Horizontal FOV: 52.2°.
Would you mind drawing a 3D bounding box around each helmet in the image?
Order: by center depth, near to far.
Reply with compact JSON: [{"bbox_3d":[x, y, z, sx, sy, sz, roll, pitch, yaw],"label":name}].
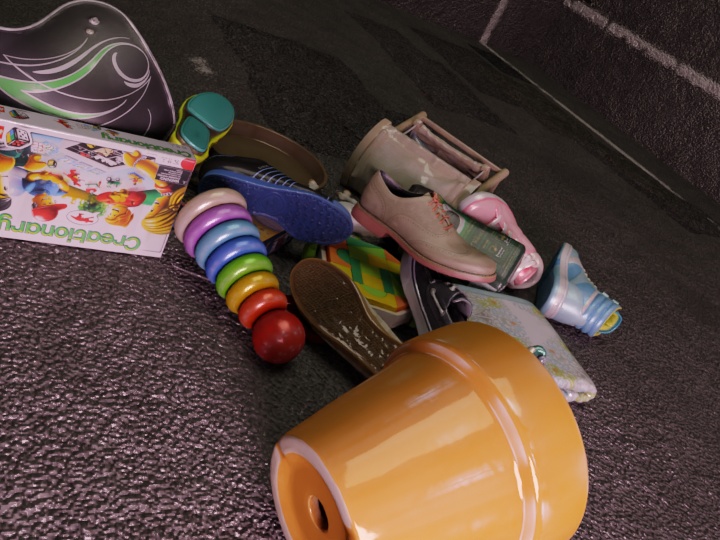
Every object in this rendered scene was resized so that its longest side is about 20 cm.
[{"bbox_3d":[-0.323,-0.180,0.799,0.190,0.200,0.200,-34,61,-25],"label":"helmet"}]

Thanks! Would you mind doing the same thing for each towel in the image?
[{"bbox_3d":[0.195,0.096,0.967,0.199,0.048,0.171,12,34,-29],"label":"towel"}]

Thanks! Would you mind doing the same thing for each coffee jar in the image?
[{"bbox_3d":[0.133,-0.039,1.081,0.200,0.085,0.104,33,62,8],"label":"coffee jar"}]

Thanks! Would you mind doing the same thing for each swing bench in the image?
[{"bbox_3d":[0.109,-0.158,1.234,0.199,0.130,0.200,37,29,16],"label":"swing bench"}]

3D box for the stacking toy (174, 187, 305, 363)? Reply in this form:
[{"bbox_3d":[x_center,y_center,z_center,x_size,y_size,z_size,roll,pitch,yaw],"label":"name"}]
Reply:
[{"bbox_3d":[-0.119,0.011,0.775,0.085,0.085,0.200,-6,56,-48],"label":"stacking toy"}]

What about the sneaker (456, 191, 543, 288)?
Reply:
[{"bbox_3d":[0.228,-0.040,1.151,0.200,0.075,0.105,41,18,-46],"label":"sneaker"}]

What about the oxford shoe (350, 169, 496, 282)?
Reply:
[{"bbox_3d":[0.083,-0.053,0.893,0.200,0.075,0.070,30,21,13],"label":"oxford shoe"}]

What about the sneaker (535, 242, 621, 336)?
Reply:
[{"bbox_3d":[0.359,0.038,1.189,0.130,0.080,0.200,28,36,4],"label":"sneaker"}]

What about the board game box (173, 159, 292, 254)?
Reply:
[{"bbox_3d":[-0.192,-0.085,0.926,0.200,0.035,0.135,34,27,10],"label":"board game box"}]

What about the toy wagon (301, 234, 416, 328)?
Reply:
[{"bbox_3d":[0.000,0.000,0.955,0.155,0.040,0.200,20,28,-18],"label":"toy wagon"}]

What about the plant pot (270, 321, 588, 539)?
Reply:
[{"bbox_3d":[0.038,0.158,0.572,0.183,0.201,0.200,-14,47,-33],"label":"plant pot"}]

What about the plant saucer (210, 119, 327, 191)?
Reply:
[{"bbox_3d":[-0.146,-0.169,1.124,0.200,0.030,0.200,23,27,-13],"label":"plant saucer"}]

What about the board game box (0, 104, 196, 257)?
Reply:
[{"bbox_3d":[-0.281,-0.084,0.741,0.199,0.126,0.035,8,33,-34],"label":"board game box"}]

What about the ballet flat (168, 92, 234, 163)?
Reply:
[{"bbox_3d":[-0.216,-0.174,0.945,0.067,0.067,0.200,38,24,-16],"label":"ballet flat"}]

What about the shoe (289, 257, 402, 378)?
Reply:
[{"bbox_3d":[-0.009,0.066,0.808,0.070,0.053,0.200,-37,65,-14],"label":"shoe"}]

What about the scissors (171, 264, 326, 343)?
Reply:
[{"bbox_3d":[-0.112,0.027,0.835,0.199,0.014,0.073,26,29,-2],"label":"scissors"}]

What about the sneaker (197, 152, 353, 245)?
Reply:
[{"bbox_3d":[-0.102,-0.096,0.916,0.199,0.070,0.078,19,33,-18],"label":"sneaker"}]

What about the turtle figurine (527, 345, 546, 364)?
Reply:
[{"bbox_3d":[0.147,0.157,0.743,0.100,0.150,0.200,-3,6,7],"label":"turtle figurine"}]

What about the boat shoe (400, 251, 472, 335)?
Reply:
[{"bbox_3d":[0.101,0.046,0.880,0.072,0.068,0.200,34,34,-41],"label":"boat shoe"}]

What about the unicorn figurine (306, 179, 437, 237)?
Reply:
[{"bbox_3d":[-0.014,-0.082,1.031,0.199,0.074,0.137,-9,25,-22],"label":"unicorn figurine"}]
